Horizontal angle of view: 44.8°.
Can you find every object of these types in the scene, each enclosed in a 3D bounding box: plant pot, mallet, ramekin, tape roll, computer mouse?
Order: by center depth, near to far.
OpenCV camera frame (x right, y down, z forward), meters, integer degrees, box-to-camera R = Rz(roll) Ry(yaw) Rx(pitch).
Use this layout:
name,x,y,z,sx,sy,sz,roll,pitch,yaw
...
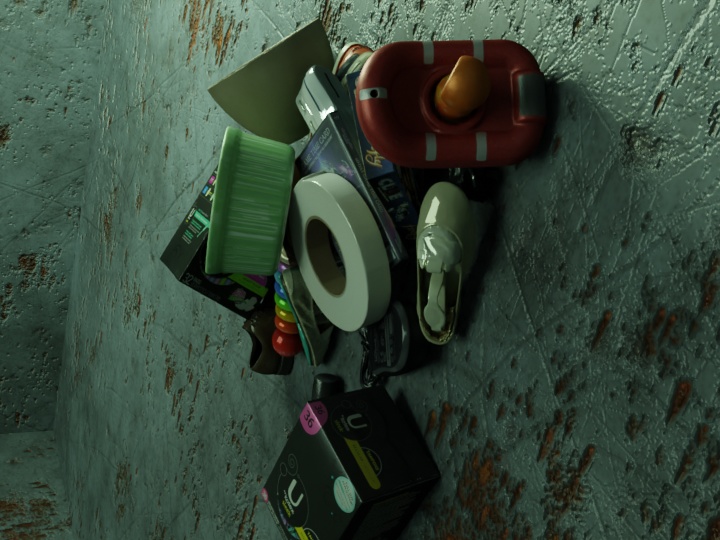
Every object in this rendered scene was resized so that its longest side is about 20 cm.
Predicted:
name,x,y,z,sx,sy,sz,roll,pitch,yaw
tape roll,-0.030,-0.023,1.108,0.203,0.037,0.205,44,145,42
computer mouse,0.046,0.084,1.124,0.200,0.052,0.140,158,111,-72
ramekin,-0.149,-0.088,1.193,0.200,0.096,0.203,-171,90,-82
mallet,-0.013,0.198,1.242,0.199,0.041,0.067,13,103,58
plant pot,-0.114,-0.270,1.322,0.135,0.200,0.200,59,156,-16

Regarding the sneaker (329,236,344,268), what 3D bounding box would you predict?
name,x,y,z,sx,sy,sz,roll,pitch,yaw
sneaker,-0.024,-0.087,1.218,0.201,0.085,0.081,-64,35,40

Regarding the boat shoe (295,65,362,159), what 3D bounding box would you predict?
name,x,y,z,sx,sy,sz,roll,pitch,yaw
boat shoe,-0.031,-0.186,1.161,0.067,0.073,0.201,-52,44,32

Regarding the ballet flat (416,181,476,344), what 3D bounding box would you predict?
name,x,y,z,sx,sy,sz,roll,pitch,yaw
ballet flat,0.091,0.000,0.977,0.070,0.069,0.202,-126,26,-49

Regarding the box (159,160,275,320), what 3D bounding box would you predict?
name,x,y,z,sx,sy,sz,roll,pitch,yaw
box,-0.202,-0.053,1.418,0.201,0.148,0.124,-57,33,0

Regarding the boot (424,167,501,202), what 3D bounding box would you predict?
name,x,y,z,sx,sy,sz,roll,pitch,yaw
boot,0.093,-0.162,1.026,0.198,0.073,0.165,11,104,63

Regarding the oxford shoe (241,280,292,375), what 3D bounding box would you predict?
name,x,y,z,sx,sy,sz,roll,pitch,yaw
oxford shoe,-0.152,0.077,1.457,0.072,0.084,0.203,14,99,63

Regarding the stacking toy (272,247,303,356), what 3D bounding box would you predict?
name,x,y,z,sx,sy,sz,roll,pitch,yaw
stacking toy,-0.103,0.049,1.381,0.085,0.084,0.202,-131,43,-52

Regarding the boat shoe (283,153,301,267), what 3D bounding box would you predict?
name,x,y,z,sx,sy,sz,roll,pitch,yaw
boat shoe,-0.084,-0.091,1.316,0.071,0.069,0.202,99,180,-53

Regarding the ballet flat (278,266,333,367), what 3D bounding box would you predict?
name,x,y,z,sx,sy,sz,roll,pitch,yaw
ballet flat,-0.069,0.071,1.303,0.201,0.062,0.068,75,175,-46

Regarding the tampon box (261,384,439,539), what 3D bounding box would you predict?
name,x,y,z,sx,sy,sz,roll,pitch,yaw
tampon box,-0.019,0.276,1.126,0.150,0.125,0.201,55,136,33

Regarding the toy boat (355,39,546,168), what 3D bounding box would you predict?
name,x,y,z,sx,sy,sz,roll,pitch,yaw
toy boat,0.094,-0.174,0.867,0.131,0.197,0.132,118,150,-84

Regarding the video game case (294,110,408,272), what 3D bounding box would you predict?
name,x,y,z,sx,sy,sz,roll,pitch,yaw
video game case,-0.016,-0.081,1.105,0.202,0.019,0.143,65,153,8

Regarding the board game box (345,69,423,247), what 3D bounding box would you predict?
name,x,y,z,sx,sy,sz,roll,pitch,yaw
board game box,0.037,-0.127,1.029,0.200,0.034,0.137,51,-154,-65

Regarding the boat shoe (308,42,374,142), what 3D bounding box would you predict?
name,x,y,z,sx,sy,sz,roll,pitch,yaw
boat shoe,-0.020,-0.220,1.241,0.063,0.071,0.202,46,124,49

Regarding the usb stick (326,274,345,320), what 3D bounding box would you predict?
name,x,y,z,sx,sy,sz,roll,pitch,yaw
usb stick,0.000,0.000,1.213,0.201,0.032,0.056,-59,6,43
